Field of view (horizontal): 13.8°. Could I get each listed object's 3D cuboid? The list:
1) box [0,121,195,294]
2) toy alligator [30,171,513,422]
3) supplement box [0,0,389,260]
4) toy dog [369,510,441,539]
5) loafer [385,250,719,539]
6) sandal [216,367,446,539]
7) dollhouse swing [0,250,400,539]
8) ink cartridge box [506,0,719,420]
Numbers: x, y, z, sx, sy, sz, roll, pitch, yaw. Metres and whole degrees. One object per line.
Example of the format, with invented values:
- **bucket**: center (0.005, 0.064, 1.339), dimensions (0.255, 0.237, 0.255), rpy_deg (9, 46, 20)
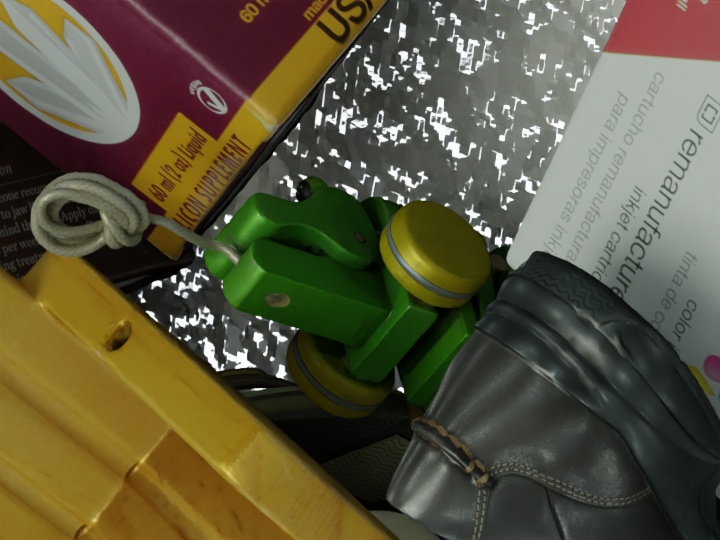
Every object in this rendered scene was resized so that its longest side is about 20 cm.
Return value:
- **box**: center (-0.137, -0.079, 0.933), dimensions (0.075, 0.100, 0.200), rpy_deg (-18, 88, 42)
- **toy alligator**: center (0.000, 0.000, 0.809), dimensions (0.059, 0.200, 0.054), rpy_deg (-49, 31, 32)
- **supplement box**: center (-0.091, -0.110, 0.826), dimensions (0.200, 0.086, 0.110), rpy_deg (39, 153, -2)
- **toy dog**: center (-0.026, 0.163, 0.868), dimensions (0.194, 0.140, 0.200), rpy_deg (45, 140, 0)
- **loafer**: center (0.067, 0.081, 0.756), dimensions (0.073, 0.072, 0.200), rpy_deg (34, 165, 50)
- **sandal**: center (-0.045, 0.059, 0.911), dimensions (0.201, 0.057, 0.080), rpy_deg (-15, 133, 47)
- **dollhouse swing**: center (-0.125, 0.081, 0.742), dimensions (0.200, 0.176, 0.182), rpy_deg (-49, 42, -3)
- **ink cartridge box**: center (0.153, -0.007, 0.712), dimensions (0.200, 0.083, 0.146), rpy_deg (40, 124, 26)
